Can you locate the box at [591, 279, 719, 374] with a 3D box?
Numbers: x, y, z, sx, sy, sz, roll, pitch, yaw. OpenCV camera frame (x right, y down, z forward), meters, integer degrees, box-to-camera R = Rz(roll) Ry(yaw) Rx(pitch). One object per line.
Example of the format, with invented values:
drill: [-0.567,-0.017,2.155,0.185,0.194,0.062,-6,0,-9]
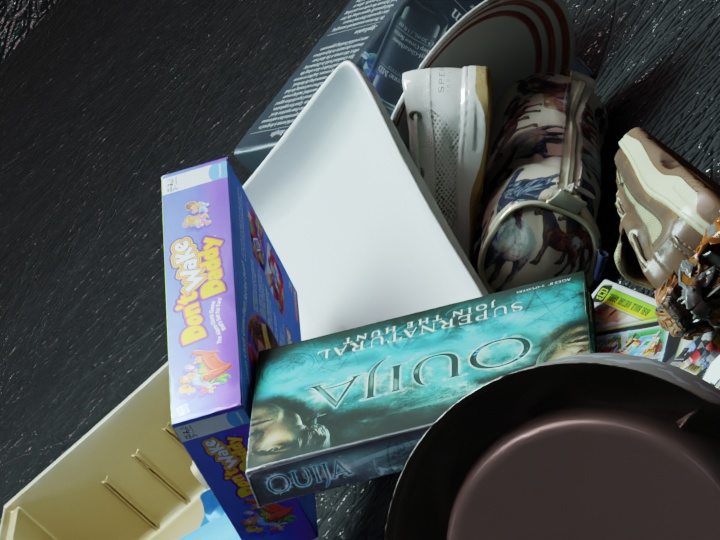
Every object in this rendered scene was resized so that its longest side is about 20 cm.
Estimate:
box: [0.149,0.070,1.654,0.110,0.035,0.200,-49,19,-6]

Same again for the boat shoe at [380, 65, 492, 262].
boat shoe: [0.041,-0.041,1.909,0.071,0.069,0.201,-87,2,-64]

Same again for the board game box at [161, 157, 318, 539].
board game box: [-0.074,0.051,1.807,0.045,0.135,0.200,-16,46,11]

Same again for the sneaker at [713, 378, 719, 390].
sneaker: [0.163,0.143,1.427,0.073,0.085,0.200,-24,-32,-58]

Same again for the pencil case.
pencil case: [0.120,-0.055,1.907,0.089,0.078,0.200,-46,17,26]

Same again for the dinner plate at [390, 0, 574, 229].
dinner plate: [0.070,-0.102,1.977,0.024,0.200,0.200,34,78,28]

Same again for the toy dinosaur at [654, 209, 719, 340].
toy dinosaur: [0.239,-0.037,1.590,0.200,0.102,0.136,-59,10,-26]

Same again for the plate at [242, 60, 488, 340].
plate: [0.000,0.000,1.889,0.032,0.200,0.200,-13,-24,-40]

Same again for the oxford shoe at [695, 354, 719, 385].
oxford shoe: [0.203,0.075,1.486,0.200,0.084,0.073,-55,44,31]

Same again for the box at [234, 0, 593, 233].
box: [0.038,-0.110,2.090,0.200,0.148,0.107,-53,19,-19]

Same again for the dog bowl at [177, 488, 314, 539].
dog bowl: [-0.110,0.207,1.840,0.200,0.050,0.112,-29,42,13]

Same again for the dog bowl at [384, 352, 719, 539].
dog bowl: [0.113,0.130,1.375,0.200,0.200,0.059,-38,3,22]

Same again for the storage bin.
storage bin: [-0.147,0.175,1.991,0.200,0.094,0.199,-40,19,17]

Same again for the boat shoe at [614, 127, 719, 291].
boat shoe: [0.172,-0.028,1.739,0.075,0.075,0.202,-54,10,8]

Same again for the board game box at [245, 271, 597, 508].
board game box: [0.036,0.065,1.680,0.199,0.028,0.135,-15,26,9]
